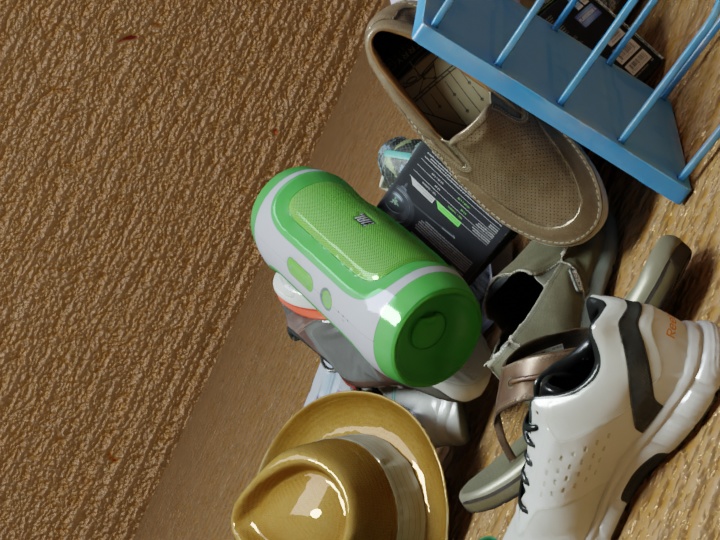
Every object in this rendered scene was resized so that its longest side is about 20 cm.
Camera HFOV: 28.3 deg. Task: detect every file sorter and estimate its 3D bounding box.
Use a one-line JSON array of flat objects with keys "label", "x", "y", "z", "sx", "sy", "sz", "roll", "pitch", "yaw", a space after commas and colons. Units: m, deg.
[{"label": "file sorter", "x": 0.149, "y": -0.167, "z": 0.899, "sx": 0.123, "sy": 0.198, "sz": 0.139, "roll": -55, "pitch": 12, "yaw": 28}]

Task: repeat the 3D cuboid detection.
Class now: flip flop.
[{"label": "flip flop", "x": 0.117, "y": 0.056, "z": 0.833, "sx": 0.201, "sy": 0.057, "sz": 0.081, "roll": -57, "pitch": -5, "yaw": 18}]

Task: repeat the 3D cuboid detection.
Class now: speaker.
[{"label": "speaker", "x": 0.000, "y": 0.000, "z": 0.992, "sx": 0.200, "sy": 0.088, "sz": 0.089, "roll": 41, "pitch": 106, "yaw": 48}]

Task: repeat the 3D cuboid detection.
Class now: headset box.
[{"label": "headset box", "x": 0.108, "y": -0.087, "z": 1.068, "sx": 0.174, "sy": 0.093, "sz": 0.201, "roll": -43, "pitch": -9, "yaw": -44}]

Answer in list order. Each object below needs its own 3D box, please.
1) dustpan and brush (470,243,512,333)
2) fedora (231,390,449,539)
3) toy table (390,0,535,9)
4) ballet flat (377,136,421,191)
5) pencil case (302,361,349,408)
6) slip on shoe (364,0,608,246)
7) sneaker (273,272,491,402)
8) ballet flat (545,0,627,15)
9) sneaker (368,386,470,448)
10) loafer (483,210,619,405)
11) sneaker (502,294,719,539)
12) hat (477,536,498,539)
[{"label": "dustpan and brush", "x": 0.092, "y": -0.024, "z": 1.243, "sx": 0.140, "sy": 0.057, "sz": 0.202, "roll": -51, "pitch": 16, "yaw": 54}, {"label": "fedora", "x": -0.029, "y": 0.179, "z": 1.029, "sx": 0.199, "sy": 0.081, "sz": 0.204, "roll": -9, "pitch": 77, "yaw": 42}, {"label": "toy table", "x": 0.100, "y": -0.250, "z": 1.125, "sx": 0.117, "sy": 0.183, "sz": 0.201, "roll": -39, "pitch": -22, "yaw": -26}, {"label": "ballet flat", "x": 0.054, "y": -0.071, "z": 1.316, "sx": 0.200, "sy": 0.073, "sz": 0.075, "roll": 67, "pitch": -136, "yaw": -66}, {"label": "pencil case", "x": -0.018, "y": 0.136, "z": 1.270, "sx": 0.083, "sy": 0.090, "sz": 0.202, "roll": 45, "pitch": 117, "yaw": 54}, {"label": "slip on shoe", "x": 0.078, "y": -0.091, "z": 0.914, "sx": 0.076, "sy": 0.201, "sz": 0.061, "roll": -40, "pitch": 1, "yaw": 20}, {"label": "sneaker", "x": 0.018, "y": 0.056, "z": 1.062, "sx": 0.077, "sy": 0.199, "sz": 0.083, "roll": -29, "pitch": -47, "yaw": -34}, {"label": "ballet flat", "x": 0.171, "y": -0.203, "z": 1.239, "sx": 0.201, "sy": 0.075, "sz": 0.068, "roll": -56, "pitch": 7, "yaw": 38}, {"label": "sneaker", "x": 0.035, "y": 0.071, "z": 1.131, "sx": 0.201, "sy": 0.079, "sz": 0.071, "roll": -96, "pitch": -11, "yaw": -61}, {"label": "loafer", "x": 0.124, "y": 0.009, "z": 0.953, "sx": 0.076, "sy": 0.069, "sz": 0.201, "roll": -56, "pitch": 12, "yaw": 38}, {"label": "sneaker", "x": 0.112, "y": 0.097, "z": 0.767, "sx": 0.202, "sy": 0.079, "sz": 0.074, "roll": -62, "pitch": 11, "yaw": 21}, {"label": "hat", "x": -0.018, "y": 0.205, "z": 0.874, "sx": 0.167, "sy": 0.174, "sz": 0.200, "roll": -68, "pitch": 10, "yaw": -24}]
